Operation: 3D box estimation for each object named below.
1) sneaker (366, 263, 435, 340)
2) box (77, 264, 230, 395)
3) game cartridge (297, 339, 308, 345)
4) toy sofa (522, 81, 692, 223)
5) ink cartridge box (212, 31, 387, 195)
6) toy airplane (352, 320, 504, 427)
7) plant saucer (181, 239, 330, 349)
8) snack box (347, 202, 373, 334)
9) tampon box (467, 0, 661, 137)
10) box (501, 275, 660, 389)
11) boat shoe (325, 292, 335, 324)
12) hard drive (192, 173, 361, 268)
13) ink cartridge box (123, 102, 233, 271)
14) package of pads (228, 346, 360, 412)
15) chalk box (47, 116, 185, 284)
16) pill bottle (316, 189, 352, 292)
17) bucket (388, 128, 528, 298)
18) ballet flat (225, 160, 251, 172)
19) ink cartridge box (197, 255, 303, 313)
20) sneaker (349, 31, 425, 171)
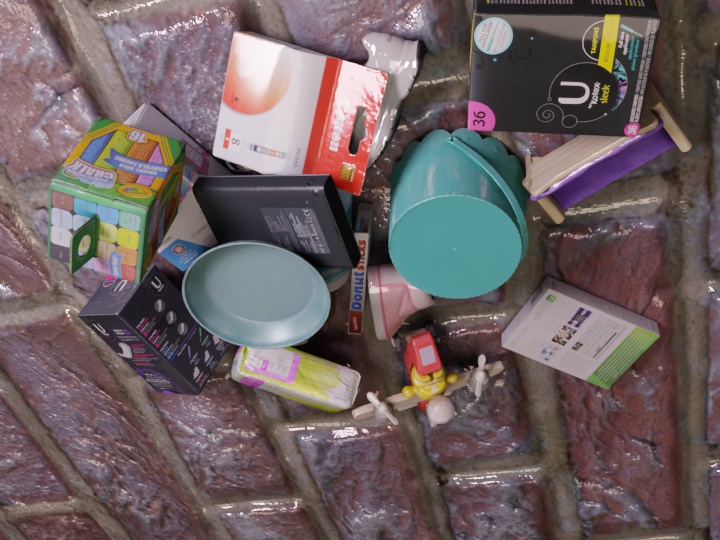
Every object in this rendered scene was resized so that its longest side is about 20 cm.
[{"bbox_3d":[0.066,0.046,1.314,0.104,0.076,0.201,-9,155,0],"label":"sneaker"},{"bbox_3d":[-0.326,0.096,1.400,0.122,0.106,0.200,-4,135,42],"label":"box"},{"bbox_3d":[-0.153,0.086,1.357,0.129,0.039,0.200,13,170,-14],"label":"game cartridge"},{"bbox_3d":[0.312,-0.140,1.124,0.199,0.098,0.083,-32,120,29],"label":"toy sofa"},{"bbox_3d":[-0.080,-0.193,1.096,0.199,0.050,0.164,21,111,18],"label":"ink cartridge box"},{"bbox_3d":[0.111,0.196,1.416,0.198,0.142,0.200,21,119,-36],"label":"toy airplane"},{"bbox_3d":[-0.137,0.026,1.178,0.198,0.036,0.201,2,134,2],"label":"plant saucer"},{"bbox_3d":[0.000,0.000,1.310,0.024,0.072,0.201,5,131,1],"label":"snack box"},{"bbox_3d":[0.226,-0.253,1.017,0.198,0.127,0.151,3,131,7],"label":"tampon box"},{"bbox_3d":[0.341,0.100,1.371,0.199,0.036,0.145,23,130,-10],"label":"box"},{"bbox_3d":[-0.120,0.012,1.350,0.200,0.072,0.067,41,155,-26],"label":"boat shoe"},{"bbox_3d":[-0.111,-0.062,1.152,0.198,0.033,0.140,2,135,25],"label":"hard drive"},{"bbox_3d":[-0.277,-0.115,1.244,0.144,0.085,0.200,-34,117,31],"label":"ink cartridge box"},{"bbox_3d":[-0.109,0.172,1.437,0.198,0.069,0.154,19,165,-9],"label":"package of pads"},{"bbox_3d":[-0.308,-0.076,1.093,0.123,0.201,0.125,16,131,-4],"label":"chalk box"},{"bbox_3d":[-0.066,-0.071,1.232,0.110,0.111,0.201,6,132,4],"label":"pill bottle"},{"bbox_3d":[0.131,-0.071,1.185,0.205,0.135,0.208,4,133,5],"label":"bucket"},{"bbox_3d":[-0.100,-0.182,1.169,0.199,0.075,0.074,-23,124,26],"label":"ballet flat"},{"bbox_3d":[-0.170,0.034,1.313,0.172,0.044,0.200,16,169,-12],"label":"ink cartridge box"},{"bbox_3d":[0.016,-0.217,1.130,0.086,0.075,0.201,22,123,0],"label":"sneaker"}]
